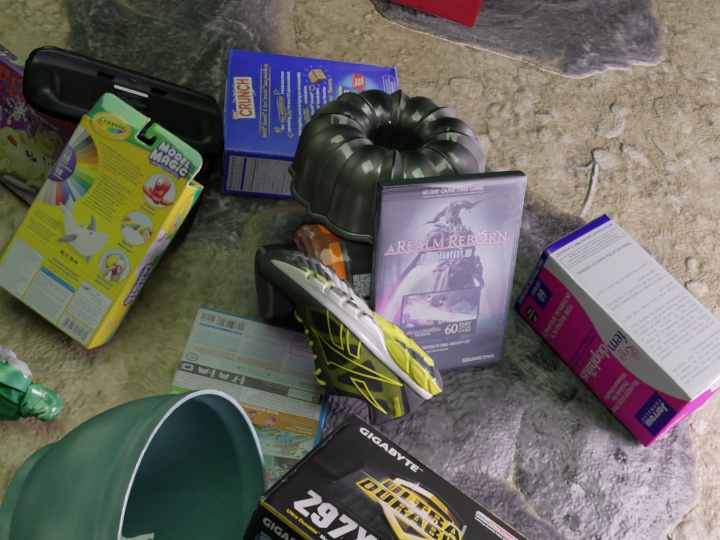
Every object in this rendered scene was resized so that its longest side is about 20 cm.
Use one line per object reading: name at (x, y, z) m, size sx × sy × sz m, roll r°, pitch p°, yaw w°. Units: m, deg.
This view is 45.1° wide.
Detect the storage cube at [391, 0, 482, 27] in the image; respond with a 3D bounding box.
storage cube at (0.116, -0.483, 1.220) m, size 0.170 × 0.180 × 0.201 m, roll 17°, pitch 51°, yaw 1°

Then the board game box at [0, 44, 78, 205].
board game box at (-0.324, -0.129, 0.871) m, size 0.200 × 0.120 × 0.032 m, roll 36°, pitch 24°, yaw 16°

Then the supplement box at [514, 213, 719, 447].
supplement box at (0.267, 0.058, 0.872) m, size 0.103 × 0.101 × 0.200 m, roll -27°, pitch 62°, yaw -30°

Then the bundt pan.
bundt pan at (0.031, -0.112, 0.849) m, size 0.201 × 0.076 × 0.202 m, roll 6°, pitch 41°, yaw -5°

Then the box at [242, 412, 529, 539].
box at (0.030, 0.215, 0.686) m, size 0.200 × 0.049 × 0.160 m, roll 34°, pitch 29°, yaw 14°

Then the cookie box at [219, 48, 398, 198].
cookie box at (-0.057, -0.163, 0.989) m, size 0.199 × 0.075 × 0.172 m, roll 5°, pitch 51°, yaw -11°

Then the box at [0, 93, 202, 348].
box at (-0.231, -0.046, 0.781) m, size 0.117 × 0.200 × 0.048 m, roll 34°, pitch 9°, yaw 5°

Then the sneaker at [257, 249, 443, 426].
sneaker at (-0.020, 0.064, 0.760) m, size 0.200 × 0.085 × 0.074 m, roll 41°, pitch 9°, yaw -8°

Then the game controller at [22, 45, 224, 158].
game controller at (-0.230, -0.165, 0.860) m, size 0.199 × 0.042 × 0.105 m, roll 13°, pitch 45°, yaw -27°

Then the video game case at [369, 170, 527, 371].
video game case at (0.078, 0.007, 0.811) m, size 0.142 × 0.201 × 0.019 m, roll -6°, pitch 29°, yaw -18°

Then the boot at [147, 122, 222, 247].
boot at (-0.239, -0.111, 0.906) m, size 0.154 × 0.072 × 0.200 m, roll 14°, pitch 43°, yaw -4°

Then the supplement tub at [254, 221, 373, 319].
supplement tub at (0.000, 0.000, 0.851) m, size 0.199 × 0.107 × 0.107 m, roll -6°, pitch 53°, yaw -18°

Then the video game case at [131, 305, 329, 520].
video game case at (-0.104, 0.130, 0.780) m, size 0.142 × 0.018 × 0.201 m, roll 14°, pitch 50°, yaw -2°

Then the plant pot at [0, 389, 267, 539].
plant pot at (-0.170, 0.185, 0.626) m, size 0.134 × 0.201 × 0.201 m, roll -1°, pitch 47°, yaw 20°

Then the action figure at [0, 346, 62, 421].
action figure at (-0.338, 0.069, 0.733) m, size 0.200 × 0.118 × 0.055 m, roll 34°, pitch 39°, yaw 3°
